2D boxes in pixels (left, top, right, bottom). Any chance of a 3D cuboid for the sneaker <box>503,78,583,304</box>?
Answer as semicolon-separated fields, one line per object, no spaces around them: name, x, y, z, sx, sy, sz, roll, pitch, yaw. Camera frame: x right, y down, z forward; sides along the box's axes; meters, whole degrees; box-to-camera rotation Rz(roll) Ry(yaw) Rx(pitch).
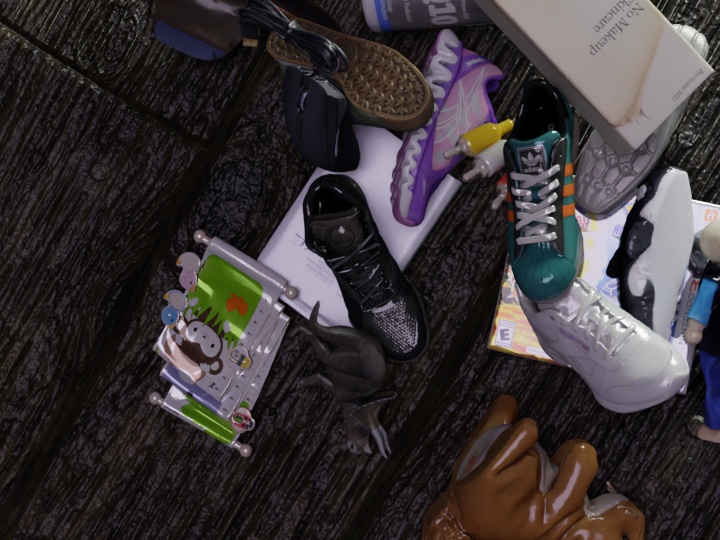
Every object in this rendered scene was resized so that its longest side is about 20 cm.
sneaker;0.155;-0.074;1.142;0.070;0.080;0.203;-7;64;22

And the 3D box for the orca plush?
orca plush;0.267;0.007;1.210;0.071;0.104;0.204;3;102;54

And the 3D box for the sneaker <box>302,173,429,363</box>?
sneaker;0.000;0.000;1.239;0.075;0.114;0.202;-25;87;11

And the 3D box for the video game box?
video game box;0.237;0.008;1.255;0.197;0.047;0.185;12;88;10

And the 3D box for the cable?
cable;0.171;-0.134;1.234;0.200;0.050;0.097;-43;91;-16

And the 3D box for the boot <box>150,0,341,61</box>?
boot;-0.122;-0.253;1.327;0.198;0.075;0.098;25;118;0

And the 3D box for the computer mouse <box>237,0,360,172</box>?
computer mouse;-0.067;-0.167;1.220;0.140;0.201;0.046;38;71;22

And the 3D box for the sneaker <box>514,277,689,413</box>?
sneaker;0.202;0.058;1.138;0.075;0.199;0.100;-46;124;-10

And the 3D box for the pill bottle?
pill bottle;0.102;-0.295;1.250;0.196;0.114;0.116;-3;88;10

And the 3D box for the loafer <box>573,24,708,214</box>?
loafer;0.267;-0.137;1.229;0.069;0.070;0.201;33;85;18

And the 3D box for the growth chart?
growth chart;-0.146;0.072;1.326;0.143;0.018;0.203;22;102;12

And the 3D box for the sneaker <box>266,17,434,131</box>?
sneaker;0.000;-0.174;1.252;0.199;0.090;0.067;31;76;31

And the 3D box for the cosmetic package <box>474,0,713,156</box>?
cosmetic package;0.205;-0.211;1.154;0.104;0.073;0.200;-45;90;1

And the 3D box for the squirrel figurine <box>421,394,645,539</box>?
squirrel figurine;0.166;0.249;1.223;0.186;0.141;0.201;38;85;-6

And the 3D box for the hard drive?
hard drive;-0.006;-0.042;1.310;0.131;0.025;0.201;35;95;9

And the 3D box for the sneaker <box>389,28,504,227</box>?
sneaker;0.087;-0.132;1.255;0.087;0.081;0.203;20;73;-7

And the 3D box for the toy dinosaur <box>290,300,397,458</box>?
toy dinosaur;-0.011;0.086;1.256;0.101;0.077;0.202;13;135;15

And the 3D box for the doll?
doll;0.335;0.050;1.198;0.048;0.136;0.203;5;113;34
